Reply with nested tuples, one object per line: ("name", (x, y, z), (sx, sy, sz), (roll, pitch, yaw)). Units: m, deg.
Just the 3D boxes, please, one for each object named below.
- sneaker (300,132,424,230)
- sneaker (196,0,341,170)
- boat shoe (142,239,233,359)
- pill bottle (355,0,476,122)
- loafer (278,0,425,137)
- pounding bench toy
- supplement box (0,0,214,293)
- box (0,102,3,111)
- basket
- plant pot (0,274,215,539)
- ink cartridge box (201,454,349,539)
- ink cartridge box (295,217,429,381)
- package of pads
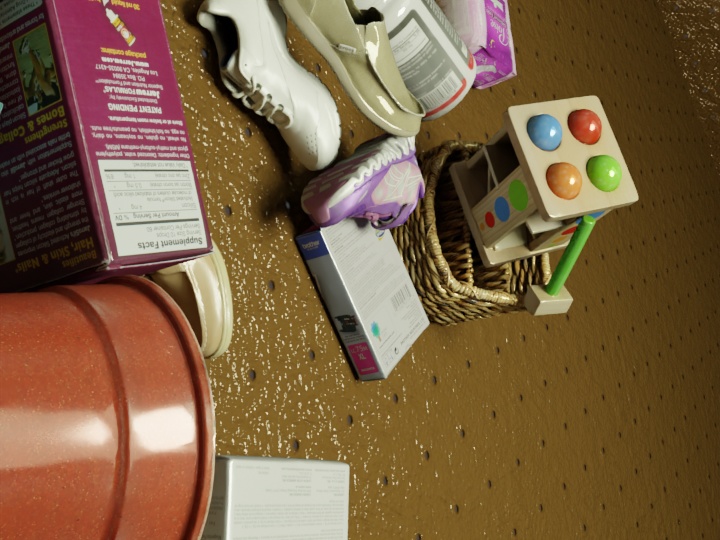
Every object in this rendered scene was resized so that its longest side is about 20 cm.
("sneaker", (0.015, -0.077, 0.903), (0.200, 0.080, 0.089), (-43, 115, -56))
("sneaker", (-0.092, -0.180, 0.867), (0.087, 0.074, 0.201), (-42, 105, -45))
("boat shoe", (-0.161, -0.022, 0.702), (0.064, 0.071, 0.202), (-18, 86, -50))
("pill bottle", (0.040, -0.277, 1.047), (0.200, 0.113, 0.115), (44, 45, -39))
("loafer", (0.003, -0.214, 0.873), (0.200, 0.068, 0.076), (46, 24, -21))
("pounding bench toy", (0.212, -0.065, 0.979), (0.123, 0.156, 0.202), (-12, 75, -26))
("supplement box", (-0.195, -0.091, 0.613), (0.103, 0.130, 0.202), (-10, 87, -57))
("box", (-0.308, -0.121, 0.498), (0.200, 0.082, 0.050), (40, 47, -42))
("basket", (0.127, -0.053, 1.064), (0.142, 0.148, 0.202), (30, 56, -48))
("plant pot", (-0.214, 0.094, 0.479), (0.194, 0.200, 0.203), (8, 72, -46))
("ink cartridge box", (-0.074, 0.258, 0.751), (0.162, 0.057, 0.202), (19, 71, -52))
("ink cartridge box", (0.000, 0.000, 0.952), (0.119, 0.042, 0.202), (-42, 115, -53))
("package of pads", (0.161, -0.376, 1.300), (0.120, 0.075, 0.202), (17, 65, -50))
